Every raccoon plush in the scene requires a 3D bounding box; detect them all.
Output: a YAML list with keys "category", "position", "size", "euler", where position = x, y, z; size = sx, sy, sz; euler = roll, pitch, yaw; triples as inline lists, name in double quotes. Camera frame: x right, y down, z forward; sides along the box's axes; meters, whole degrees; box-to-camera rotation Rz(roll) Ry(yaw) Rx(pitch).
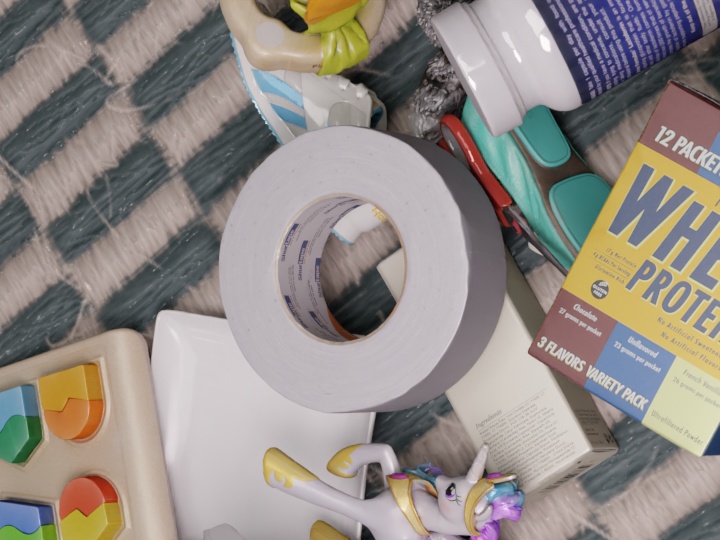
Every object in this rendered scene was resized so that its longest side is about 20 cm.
- category: "raccoon plush"
  position: [0.043, -0.212, 1.615]
  size: [0.134, 0.097, 0.201]
  euler: [38, 102, 30]

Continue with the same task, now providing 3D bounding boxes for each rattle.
- category: "rattle"
  position: [-0.045, -0.254, 1.605]
  size: [0.129, 0.143, 0.202]
  euler: [-5, 65, 6]

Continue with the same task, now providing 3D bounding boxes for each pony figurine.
- category: "pony figurine"
  position: [0.032, 0.209, 1.542]
  size: [0.199, 0.166, 0.195]
  euler: [1, 101, 37]

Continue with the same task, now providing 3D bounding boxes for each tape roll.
- category: "tape roll"
  position: [0.000, 0.000, 1.555]
  size: [0.199, 0.066, 0.202]
  euler: [-1, 88, 28]

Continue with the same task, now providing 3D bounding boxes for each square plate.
- category: "square plate"
  position: [-0.077, 0.140, 1.676]
  size: [0.197, 0.028, 0.202]
  euler: [7, 89, 26]

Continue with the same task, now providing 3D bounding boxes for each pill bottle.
- category: "pill bottle"
  position: [0.155, -0.180, 1.515]
  size: [0.199, 0.116, 0.116]
  euler: [-30, 74, 1]

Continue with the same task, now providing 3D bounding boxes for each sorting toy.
- category: "sorting toy"
  position: [-0.239, 0.156, 1.728]
  size: [0.199, 0.036, 0.187]
  euler: [-17, 78, 33]

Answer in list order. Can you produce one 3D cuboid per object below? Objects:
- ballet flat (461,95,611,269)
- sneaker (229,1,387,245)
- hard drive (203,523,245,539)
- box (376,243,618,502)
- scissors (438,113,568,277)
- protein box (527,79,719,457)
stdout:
- category: "ballet flat"
  position: [0.135, -0.055, 1.577]
  size: [0.201, 0.067, 0.071]
  euler: [59, 146, 19]
- category: "sneaker"
  position: [-0.029, -0.122, 1.652]
  size: [0.080, 0.076, 0.201]
  euler: [-33, 80, 11]
- category: "hard drive"
  position: [-0.071, 0.290, 1.508]
  size: [0.132, 0.026, 0.201]
  euler: [42, 138, 43]
- category: "box"
  position: [0.098, 0.062, 1.578]
  size: [0.082, 0.068, 0.201]
  euler: [-32, 74, 20]
- category: "scissors"
  position: [0.109, -0.035, 1.563]
  size: [0.014, 0.073, 0.200]
  euler: [-28, 57, -13]
- category: "protein box"
  position: [0.240, 0.004, 1.443]
  size: [0.134, 0.200, 0.200]
  euler: [31, 99, 23]
